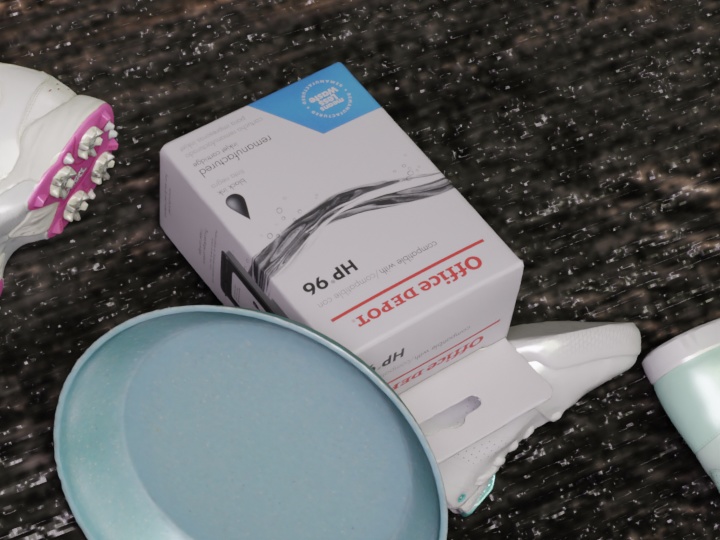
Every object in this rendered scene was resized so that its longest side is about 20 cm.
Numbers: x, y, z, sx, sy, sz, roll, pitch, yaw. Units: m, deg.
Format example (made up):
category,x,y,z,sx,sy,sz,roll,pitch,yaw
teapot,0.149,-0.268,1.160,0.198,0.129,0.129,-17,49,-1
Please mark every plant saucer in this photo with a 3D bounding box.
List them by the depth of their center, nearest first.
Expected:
category,x,y,z,sx,sy,sz,roll,pitch,yaw
plant saucer,-0.050,0.094,1.165,0.200,0.200,0.036,40,35,-7

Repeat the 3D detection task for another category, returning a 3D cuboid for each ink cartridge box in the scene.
category,x,y,z,sx,sy,sz,roll,pitch,yaw
ink cartridge box,0.000,0.000,1.214,0.116,0.068,0.200,-28,61,-24

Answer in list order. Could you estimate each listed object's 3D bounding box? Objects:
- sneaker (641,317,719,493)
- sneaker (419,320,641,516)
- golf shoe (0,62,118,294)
category,x,y,z,sx,sy,sz,roll,pitch,yaw
sneaker,0.265,0.066,1.337,0.200,0.074,0.118,-21,78,-15
sneaker,0.060,0.082,1.267,0.199,0.075,0.089,-16,95,-18
golf shoe,-0.208,-0.021,1.193,0.091,0.075,0.200,34,66,13
